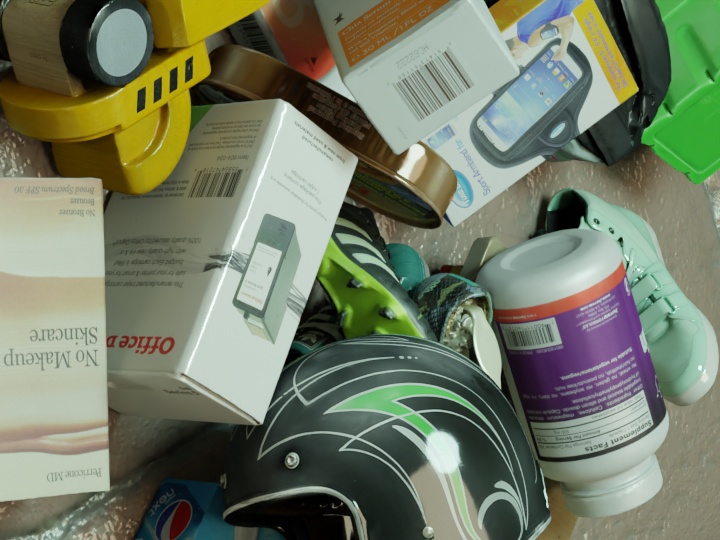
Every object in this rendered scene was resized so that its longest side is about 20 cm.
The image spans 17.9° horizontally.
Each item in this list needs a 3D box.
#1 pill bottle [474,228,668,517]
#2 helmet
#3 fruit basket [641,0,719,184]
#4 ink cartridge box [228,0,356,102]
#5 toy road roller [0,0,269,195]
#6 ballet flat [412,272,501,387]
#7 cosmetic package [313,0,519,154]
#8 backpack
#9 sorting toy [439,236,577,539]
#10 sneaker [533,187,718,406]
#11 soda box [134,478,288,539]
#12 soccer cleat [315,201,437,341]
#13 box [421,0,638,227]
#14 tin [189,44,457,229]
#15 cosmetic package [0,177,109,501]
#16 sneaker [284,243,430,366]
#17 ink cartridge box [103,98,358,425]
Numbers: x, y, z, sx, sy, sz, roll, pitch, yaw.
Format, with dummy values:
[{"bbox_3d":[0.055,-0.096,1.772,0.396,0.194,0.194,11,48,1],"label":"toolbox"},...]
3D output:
[{"bbox_3d":[0.163,0.078,1.705,0.112,0.112,0.201,-33,112,-39],"label":"pill bottle"},{"bbox_3d":[0.012,0.136,1.519,0.200,0.200,0.191,-35,87,-39],"label":"helmet"},{"bbox_3d":[0.279,-0.207,1.898,0.155,0.215,0.217,32,68,-39],"label":"fruit basket"},{"bbox_3d":[-0.004,-0.196,1.688,0.200,0.050,0.163,-46,120,-31],"label":"ink cartridge box"},{"bbox_3d":[-0.150,-0.141,1.503,0.200,0.122,0.147,-36,128,-38],"label":"toy road roller"},{"bbox_3d":[0.072,0.103,1.648,0.074,0.074,0.201,-10,97,-44],"label":"ballet flat"},{"bbox_3d":[0.030,-0.173,1.547,0.101,0.200,0.071,-33,120,9],"label":"cosmetic package"},{"bbox_3d":[0.154,-0.178,1.789,0.167,0.126,0.200,-47,122,-20],"label":"backpack"},{"bbox_3d":[0.100,0.111,1.770,0.200,0.069,0.200,42,62,-36],"label":"sorting toy"},{"bbox_3d":[0.206,0.019,1.824,0.118,0.074,0.201,24,31,-41],"label":"sneaker"},{"bbox_3d":[-0.069,0.224,1.608,0.200,0.064,0.068,42,62,-36],"label":"soda box"},{"bbox_3d":[0.000,0.000,1.627,0.200,0.068,0.081,49,41,10],"label":"soccer cleat"},{"bbox_3d":[0.098,-0.123,1.679,0.200,0.041,0.119,-38,127,-5],"label":"box"},{"bbox_3d":[-0.024,-0.093,1.586,0.199,0.112,0.042,29,74,-4],"label":"tin"},{"bbox_3d":[-0.223,0.042,1.444,0.103,0.087,0.201,-3,92,-45],"label":"cosmetic package"},{"bbox_3d":[-0.014,0.057,1.658,0.080,0.071,0.201,43,62,-39],"label":"sneaker"},{"bbox_3d":[-0.106,-0.005,1.518,0.084,0.145,0.201,36,66,-39],"label":"ink cartridge box"}]
